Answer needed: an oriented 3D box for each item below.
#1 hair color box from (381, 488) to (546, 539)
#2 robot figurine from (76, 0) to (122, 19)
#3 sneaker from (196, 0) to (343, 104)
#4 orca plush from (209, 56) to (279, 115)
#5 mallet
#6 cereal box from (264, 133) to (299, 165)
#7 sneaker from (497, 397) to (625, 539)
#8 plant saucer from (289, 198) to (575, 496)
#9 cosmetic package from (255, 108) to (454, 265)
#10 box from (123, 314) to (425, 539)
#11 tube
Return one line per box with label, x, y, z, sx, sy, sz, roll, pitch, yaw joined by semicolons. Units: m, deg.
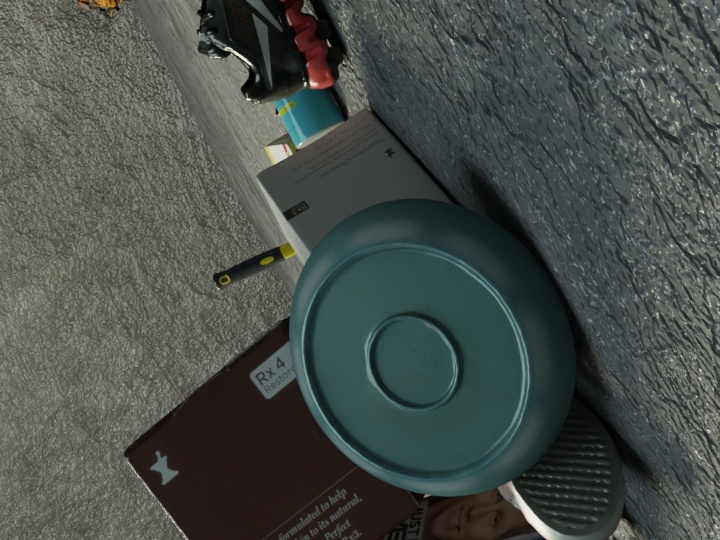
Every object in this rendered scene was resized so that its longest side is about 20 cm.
hair color box;0.086;0.222;0.952;0.061;0.198;0.100;61;-159;-20
robot figurine;-0.598;-0.644;2.693;0.199;0.058;0.147;29;128;45
sneaker;-0.095;-0.217;0.918;0.202;0.097;0.071;63;174;-17
orca plush;-0.120;-0.226;1.164;0.105;0.071;0.201;52;170;48
mallet;-0.080;-0.032;1.283;0.067;0.198;0.041;69;-156;-12
cereal box;-0.050;-0.090;1.375;0.145;0.039;0.200;61;173;-9
sneaker;0.137;0.143;0.846;0.201;0.075;0.105;-117;5;-58
plant saucer;0.037;0.056;0.767;0.202;0.199;0.027;59;-150;-1
cosmetic package;0.013;-0.022;0.903;0.200;0.112;0.082;50;170;47
box;-0.044;0.134;0.938;0.165;0.165;0.200;52;-164;1
tube;-0.081;-0.209;1.072;0.077;0.050;0.202;-29;88;54
